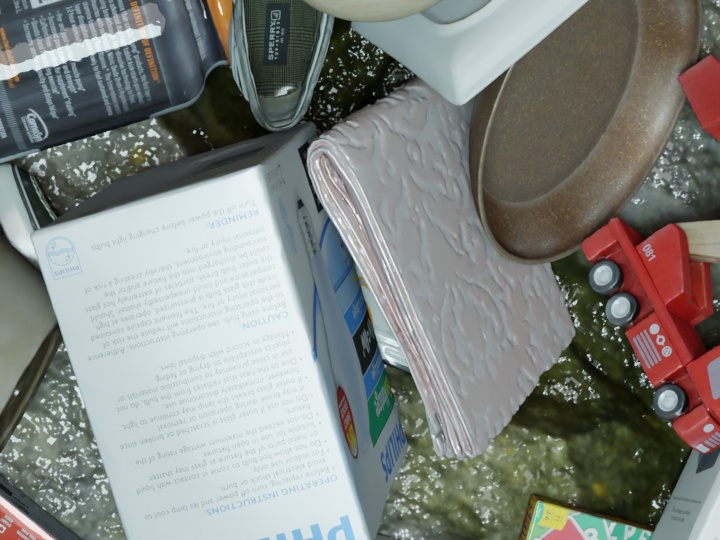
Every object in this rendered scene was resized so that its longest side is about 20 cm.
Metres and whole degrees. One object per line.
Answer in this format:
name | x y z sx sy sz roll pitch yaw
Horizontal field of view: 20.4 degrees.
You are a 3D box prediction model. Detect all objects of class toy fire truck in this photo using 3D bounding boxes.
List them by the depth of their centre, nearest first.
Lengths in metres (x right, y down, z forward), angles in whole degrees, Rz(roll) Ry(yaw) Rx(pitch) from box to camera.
toy fire truck | 0.208 -0.010 1.177 0.141 0.049 0.201 -36 57 19

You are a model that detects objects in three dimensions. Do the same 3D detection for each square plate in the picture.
square plate | 0.091 -0.187 1.117 0.200 0.198 0.028 -41 115 0

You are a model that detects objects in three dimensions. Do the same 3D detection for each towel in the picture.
towel | 0.050 -0.012 1.139 0.032 0.200 0.192 -19 99 27

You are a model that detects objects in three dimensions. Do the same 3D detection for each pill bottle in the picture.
pill bottle | -0.157 -0.130 1.144 0.198 0.106 0.107 -16 96 -4

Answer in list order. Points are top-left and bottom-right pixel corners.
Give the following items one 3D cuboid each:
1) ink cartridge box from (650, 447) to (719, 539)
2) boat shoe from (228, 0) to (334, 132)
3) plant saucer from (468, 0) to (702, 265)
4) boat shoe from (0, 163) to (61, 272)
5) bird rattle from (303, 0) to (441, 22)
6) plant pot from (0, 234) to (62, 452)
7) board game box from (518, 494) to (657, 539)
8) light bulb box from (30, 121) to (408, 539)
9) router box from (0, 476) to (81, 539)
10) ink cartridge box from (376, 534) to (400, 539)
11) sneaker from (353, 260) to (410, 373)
ink cartridge box | 0.278 0.127 1.204 0.145 0.084 0.201 27 84 -5
boat shoe | -0.035 -0.165 1.055 0.071 0.071 0.201 -9 129 -11
plant saucer | 0.123 -0.101 1.156 0.037 0.200 0.201 32 92 32
boat shoe | -0.149 0.016 1.179 0.063 0.071 0.201 -31 105 -1
bird rattle | 0.023 -0.199 0.997 0.199 0.113 0.163 27 114 -35
plant pot | -0.260 0.030 1.093 0.173 0.200 0.201 29 92 -1
board game box | 0.189 0.212 1.247 0.198 0.030 0.096 15 93 -9
light bulb box | -0.066 0.043 1.058 0.124 0.198 0.202 -15 99 9
router box | -0.257 0.206 1.191 0.200 0.049 0.180 38 91 -7
ink cartridge box | -0.008 0.192 1.186 0.198 0.104 0.060 16 96 -6
sneaker | 0.000 0.000 1.188 0.199 0.076 0.093 23 88 -8
